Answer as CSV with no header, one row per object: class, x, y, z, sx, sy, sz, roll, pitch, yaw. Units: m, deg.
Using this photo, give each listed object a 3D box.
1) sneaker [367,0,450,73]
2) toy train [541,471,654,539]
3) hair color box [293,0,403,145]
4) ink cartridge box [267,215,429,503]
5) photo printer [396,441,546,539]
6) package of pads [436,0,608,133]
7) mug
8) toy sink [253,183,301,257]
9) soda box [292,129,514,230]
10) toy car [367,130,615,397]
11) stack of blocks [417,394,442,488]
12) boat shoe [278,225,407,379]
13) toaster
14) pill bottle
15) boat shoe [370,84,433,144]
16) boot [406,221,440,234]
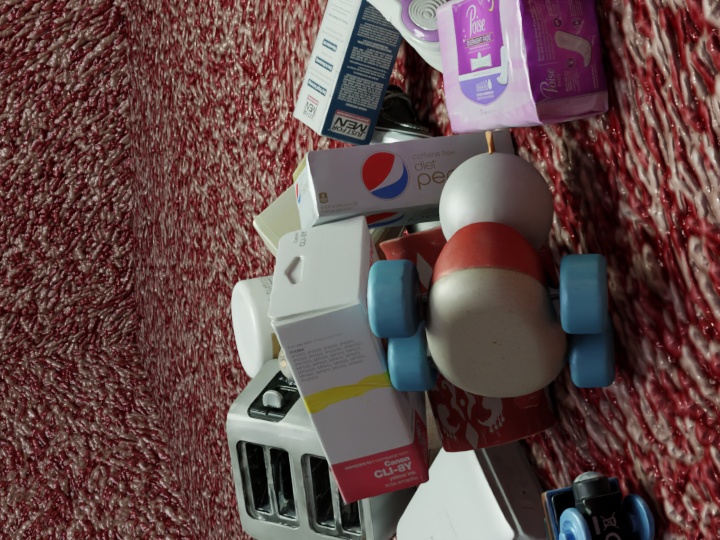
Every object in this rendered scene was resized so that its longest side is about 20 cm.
sneaker,0.053,-0.247,1.416,0.100,0.075,0.201,49,-171,-48
toy train,0.199,0.268,1.220,0.114,0.086,0.202,142,117,-69
hair color box,-0.002,-0.239,1.548,0.100,0.060,0.202,43,117,65
ink cartridge box,-0.006,0.076,1.306,0.146,0.083,0.201,-88,-20,-58
photo printer,0.107,0.268,1.469,0.201,0.069,0.167,-63,33,33
package of pads,0.129,-0.179,1.232,0.200,0.075,0.122,-172,72,-73
mug,0.106,0.056,1.345,0.178,0.132,0.202,163,94,-84
toy sink,0.000,0.000,1.535,0.200,0.112,0.130,48,176,13
soda box,0.042,-0.080,1.359,0.068,0.198,0.064,133,127,-70
toy car,0.113,-0.017,1.218,0.177,0.182,0.202,69,-157,-56
stack of blocks,0.069,0.149,1.650,0.115,0.058,0.202,-121,27,-51
boat shoe,-0.003,0.026,1.435,0.201,0.071,0.076,-59,19,-4
toaster,-0.040,0.211,1.618,0.179,0.119,0.202,9,119,27
pill bottle,-0.041,0.054,1.720,0.114,0.198,0.116,170,90,-73
boat shoe,0.023,-0.167,1.606,0.200,0.072,0.072,28,103,56
boot,0.075,-0.064,1.526,0.200,0.075,0.074,37,97,47
